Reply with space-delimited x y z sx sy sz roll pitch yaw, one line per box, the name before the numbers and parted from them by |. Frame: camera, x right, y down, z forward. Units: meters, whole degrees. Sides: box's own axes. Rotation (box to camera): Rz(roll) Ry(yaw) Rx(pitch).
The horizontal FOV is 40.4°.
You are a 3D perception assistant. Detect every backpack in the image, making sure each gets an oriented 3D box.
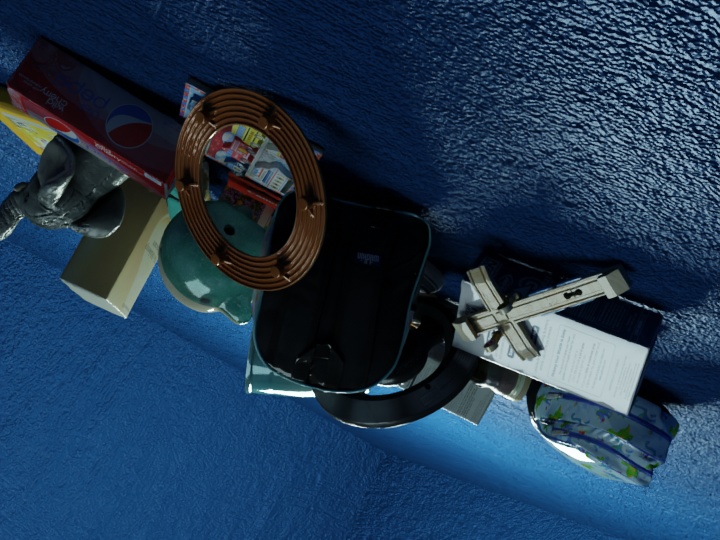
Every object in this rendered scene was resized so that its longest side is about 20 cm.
backpack | -0.029 0.030 1.035 0.175 0.201 0.153 12 169 -8
backpack | 0.327 0.209 1.298 0.163 0.154 0.200 37 150 -19

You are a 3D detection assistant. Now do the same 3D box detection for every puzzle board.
puzzle board | -0.127 -0.133 1.051 0.150 0.017 0.200 28 167 -8

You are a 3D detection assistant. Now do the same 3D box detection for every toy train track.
toy train track | 0.169 0.039 0.956 0.200 0.033 0.115 -23 108 40

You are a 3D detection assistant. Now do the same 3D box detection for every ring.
ring | -0.113 -0.075 0.943 0.200 0.201 0.019 16 -155 34

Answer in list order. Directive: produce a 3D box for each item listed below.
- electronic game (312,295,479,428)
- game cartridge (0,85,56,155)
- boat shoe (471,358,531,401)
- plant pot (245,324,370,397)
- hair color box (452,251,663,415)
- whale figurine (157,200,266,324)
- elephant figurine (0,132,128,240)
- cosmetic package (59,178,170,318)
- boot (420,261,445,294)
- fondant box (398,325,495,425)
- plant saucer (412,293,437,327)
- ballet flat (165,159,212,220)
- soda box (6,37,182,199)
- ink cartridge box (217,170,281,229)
electronic game | 0.038 0.100 1.112 0.199 0.200 0.042 14 139 39
game cartridge | -0.397 -0.177 1.338 0.199 0.033 0.176 22 166 17
boat shoe | 0.148 0.101 1.229 0.065 0.072 0.200 21 -168 -22
plant pot | -0.063 0.104 1.487 0.187 0.201 0.200 10 166 1
hair color box | 0.202 0.063 1.019 0.199 0.061 0.100 21 133 19
whale figurine | -0.134 -0.016 1.150 0.199 0.160 0.104 11 147 -21
elephant figurine | -0.335 -0.102 1.144 0.141 0.201 0.155 29 166 -13
cosmetic package | -0.304 -0.049 1.288 0.071 0.201 0.105 23 167 9
boot | 0.000 0.000 1.159 0.199 0.091 0.073 29 166 -13
fondant box | 0.076 0.121 1.316 0.199 0.058 0.144 27 -171 -3
plant saucer | 0.023 0.031 1.360 0.200 0.032 0.200 25 167 6
ballet flat | -0.210 -0.107 1.195 0.070 0.071 0.200 25 163 2
soda box | -0.277 -0.163 1.058 0.199 0.070 0.063 32 165 -2
ink cartridge box | -0.138 -0.060 1.269 0.109 0.051 0.200 27 167 -4
